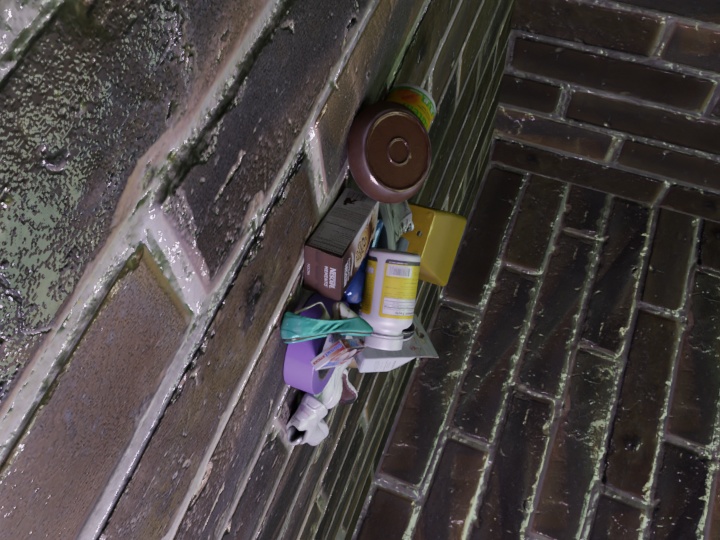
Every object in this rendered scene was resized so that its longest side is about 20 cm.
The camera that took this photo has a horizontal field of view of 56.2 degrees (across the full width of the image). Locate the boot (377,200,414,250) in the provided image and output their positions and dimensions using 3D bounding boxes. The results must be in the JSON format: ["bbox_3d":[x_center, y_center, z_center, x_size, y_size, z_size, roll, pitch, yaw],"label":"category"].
[{"bbox_3d":[0.081,-0.100,1.526,0.074,0.095,0.201,123,-32,-50],"label":"boot"}]

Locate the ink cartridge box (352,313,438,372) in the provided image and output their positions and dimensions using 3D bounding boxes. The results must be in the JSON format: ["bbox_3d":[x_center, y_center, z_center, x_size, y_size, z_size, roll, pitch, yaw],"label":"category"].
[{"bbox_3d":[0.067,0.169,1.616,0.160,0.199,0.047,-116,-142,-46],"label":"ink cartridge box"}]

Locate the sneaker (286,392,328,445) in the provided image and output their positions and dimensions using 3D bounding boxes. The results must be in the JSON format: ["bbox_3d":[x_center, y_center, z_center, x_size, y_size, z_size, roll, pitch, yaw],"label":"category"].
[{"bbox_3d":[-0.128,0.350,1.498,0.099,0.078,0.201,-46,155,-27],"label":"sneaker"}]

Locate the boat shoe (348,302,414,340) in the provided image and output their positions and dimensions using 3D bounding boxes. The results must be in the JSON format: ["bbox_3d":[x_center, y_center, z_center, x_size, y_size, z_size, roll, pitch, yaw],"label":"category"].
[{"bbox_3d":[0.053,0.109,1.560,0.060,0.199,0.074,-49,-147,34],"label":"boat shoe"}]

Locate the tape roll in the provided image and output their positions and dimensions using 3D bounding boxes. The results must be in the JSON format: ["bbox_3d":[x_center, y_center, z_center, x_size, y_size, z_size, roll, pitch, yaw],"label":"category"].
[{"bbox_3d":[-0.088,0.151,1.393,0.200,0.065,0.201,18,90,-77],"label":"tape roll"}]

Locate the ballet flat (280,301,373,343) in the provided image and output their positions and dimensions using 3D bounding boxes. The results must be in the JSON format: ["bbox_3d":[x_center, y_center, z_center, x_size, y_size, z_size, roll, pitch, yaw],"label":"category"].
[{"bbox_3d":[-0.058,0.093,1.263,0.199,0.067,0.071,-2,91,-34],"label":"ballet flat"}]

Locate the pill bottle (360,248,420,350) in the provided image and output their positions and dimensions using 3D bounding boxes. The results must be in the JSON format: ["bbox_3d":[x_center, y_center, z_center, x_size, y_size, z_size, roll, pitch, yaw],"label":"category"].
[{"bbox_3d":[0.059,0.059,1.399,0.111,0.111,0.202,-9,107,-76],"label":"pill bottle"}]

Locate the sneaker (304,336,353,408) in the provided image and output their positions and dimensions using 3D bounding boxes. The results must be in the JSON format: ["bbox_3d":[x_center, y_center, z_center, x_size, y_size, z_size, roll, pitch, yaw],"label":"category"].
[{"bbox_3d":[-0.071,0.210,1.530,0.087,0.074,0.201,30,67,-52],"label":"sneaker"}]

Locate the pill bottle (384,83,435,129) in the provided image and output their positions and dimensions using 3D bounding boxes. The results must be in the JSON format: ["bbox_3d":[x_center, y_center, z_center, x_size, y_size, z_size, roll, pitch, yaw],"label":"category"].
[{"bbox_3d":[0.077,-0.284,1.415,0.111,0.110,0.201,84,26,-60],"label":"pill bottle"}]

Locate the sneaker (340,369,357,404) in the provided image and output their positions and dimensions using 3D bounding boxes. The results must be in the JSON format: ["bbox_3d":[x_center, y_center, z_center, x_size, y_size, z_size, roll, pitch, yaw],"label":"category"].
[{"bbox_3d":[-0.072,0.314,1.677,0.116,0.075,0.200,-60,152,-27],"label":"sneaker"}]

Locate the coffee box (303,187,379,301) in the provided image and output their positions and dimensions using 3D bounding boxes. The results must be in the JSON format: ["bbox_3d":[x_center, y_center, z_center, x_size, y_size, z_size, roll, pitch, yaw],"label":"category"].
[{"bbox_3d":[-0.035,-0.053,1.314,0.113,0.079,0.200,96,17,-44],"label":"coffee box"}]

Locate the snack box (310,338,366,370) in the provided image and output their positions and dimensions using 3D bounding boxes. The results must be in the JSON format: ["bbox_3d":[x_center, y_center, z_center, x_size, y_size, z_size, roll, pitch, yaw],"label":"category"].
[{"bbox_3d":[-0.040,0.164,1.334,0.072,0.024,0.200,-36,169,7],"label":"snack box"}]

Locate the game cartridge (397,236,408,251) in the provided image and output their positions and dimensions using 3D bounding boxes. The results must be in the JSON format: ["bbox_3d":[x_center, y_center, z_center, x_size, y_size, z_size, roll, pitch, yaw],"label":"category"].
[{"bbox_3d":[0.045,0.009,1.644,0.200,0.040,0.134,-50,-171,40],"label":"game cartridge"}]

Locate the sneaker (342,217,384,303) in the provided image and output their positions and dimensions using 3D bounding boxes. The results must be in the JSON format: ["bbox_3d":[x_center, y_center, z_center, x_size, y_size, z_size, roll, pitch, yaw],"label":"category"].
[{"bbox_3d":[0.007,-0.021,1.468,0.078,0.089,0.201,19,-95,62],"label":"sneaker"}]

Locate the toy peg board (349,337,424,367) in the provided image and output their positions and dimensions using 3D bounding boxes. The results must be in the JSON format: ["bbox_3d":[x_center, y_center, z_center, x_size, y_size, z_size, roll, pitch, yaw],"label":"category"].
[{"bbox_3d":[0.044,0.179,1.773,0.199,0.199,0.098,22,48,-67],"label":"toy peg board"}]

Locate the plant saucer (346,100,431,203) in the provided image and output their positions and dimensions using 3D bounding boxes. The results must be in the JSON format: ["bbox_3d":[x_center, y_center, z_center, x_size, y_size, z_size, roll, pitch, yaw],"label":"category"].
[{"bbox_3d":[0.067,-0.232,1.319,0.199,0.034,0.202,-3,96,-32],"label":"plant saucer"}]

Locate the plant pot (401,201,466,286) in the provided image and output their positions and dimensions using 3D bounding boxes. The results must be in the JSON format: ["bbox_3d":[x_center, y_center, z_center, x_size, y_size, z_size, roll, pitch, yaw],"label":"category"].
[{"bbox_3d":[0.146,-0.091,1.807,0.176,0.199,0.201,26,81,-66],"label":"plant pot"}]
